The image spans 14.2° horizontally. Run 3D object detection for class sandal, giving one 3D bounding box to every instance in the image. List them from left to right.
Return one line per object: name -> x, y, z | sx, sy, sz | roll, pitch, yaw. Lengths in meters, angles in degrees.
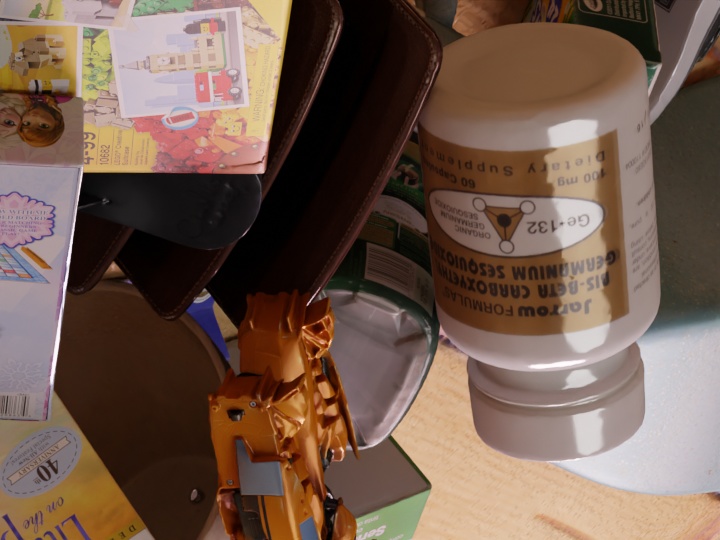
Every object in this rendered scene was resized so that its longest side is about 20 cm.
sandal -> -0.142, -0.054, 1.331 | 0.200, 0.043, 0.076 | 11, 122, -8

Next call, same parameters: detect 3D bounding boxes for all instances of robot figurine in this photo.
robot figurine -> -0.029, 0.120, 1.417 | 0.058, 0.145, 0.200 | -5, 120, 14

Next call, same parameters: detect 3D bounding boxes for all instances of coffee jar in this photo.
coffee jar -> 0.000, 0.000, 1.539 | 0.200, 0.085, 0.104 | -79, -166, -59

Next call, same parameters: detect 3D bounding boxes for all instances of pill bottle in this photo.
pill bottle -> 0.091, -0.012, 1.432 | 0.114, 0.114, 0.200 | -24, 122, -29

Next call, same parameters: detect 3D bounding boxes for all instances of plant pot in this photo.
plant pot -> 0.180, 0.021, 1.782 | 0.200, 0.196, 0.196 | -13, 141, -29

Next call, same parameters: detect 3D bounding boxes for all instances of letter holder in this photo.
letter holder -> -0.068, -0.067, 1.401 | 0.100, 0.142, 0.200 | -5, 135, -47

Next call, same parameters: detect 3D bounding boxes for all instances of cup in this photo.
cup -> -0.125, 0.125, 1.517 | 0.200, 0.200, 0.143 | -43, 146, 2

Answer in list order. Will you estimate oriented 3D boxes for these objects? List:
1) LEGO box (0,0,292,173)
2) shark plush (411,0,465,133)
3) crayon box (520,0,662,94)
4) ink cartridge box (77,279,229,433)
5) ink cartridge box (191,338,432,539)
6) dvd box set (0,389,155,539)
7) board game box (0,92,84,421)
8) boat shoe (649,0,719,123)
LEGO box -> -0.106, -0.131, 1.221 | 0.149, 0.077, 0.200 | 0, 144, -8
shark plush -> 0.048, -0.074, 1.506 | 0.091, 0.200, 0.083 | -38, -173, 14
crayon box -> 0.111, -0.083, 1.611 | 0.051, 0.126, 0.200 | 9, 132, -9
ink cartridge box -> -0.137, 0.085, 1.636 | 0.095, 0.037, 0.200 | -9, 135, -43
ink cartridge box -> -0.053, 0.155, 1.715 | 0.084, 0.145, 0.200 | -19, 144, -34
dvd box set -> -0.212, 0.092, 1.390 | 0.146, 0.200, 0.029 | -33, 176, -14
board game box -> -0.229, -0.006, 1.278 | 0.200, 0.041, 0.200 | 3, 143, -10
boat shoe -> 0.187, -0.149, 1.678 | 0.057, 0.069, 0.200 | 1, 127, -52
